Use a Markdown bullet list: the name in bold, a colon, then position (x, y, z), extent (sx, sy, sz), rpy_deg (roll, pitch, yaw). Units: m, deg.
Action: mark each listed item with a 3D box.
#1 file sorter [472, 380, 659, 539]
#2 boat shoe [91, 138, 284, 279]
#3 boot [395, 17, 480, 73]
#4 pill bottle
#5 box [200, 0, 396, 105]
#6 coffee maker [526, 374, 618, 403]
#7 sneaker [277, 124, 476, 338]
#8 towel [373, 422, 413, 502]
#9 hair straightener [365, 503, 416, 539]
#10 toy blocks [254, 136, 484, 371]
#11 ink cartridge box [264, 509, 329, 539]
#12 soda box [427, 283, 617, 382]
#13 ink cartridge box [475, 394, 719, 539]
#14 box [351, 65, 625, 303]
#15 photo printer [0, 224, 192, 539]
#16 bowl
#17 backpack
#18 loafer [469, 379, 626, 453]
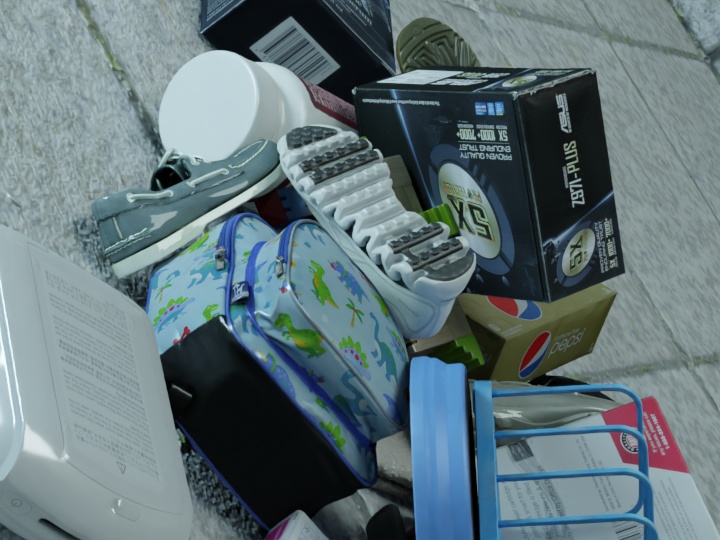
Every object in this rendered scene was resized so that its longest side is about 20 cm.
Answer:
- **file sorter**: position (0.143, 0.189, 1.637), extent (0.200, 0.122, 0.139), rpy_deg (-89, 175, -54)
- **boat shoe**: position (-0.122, -0.061, 1.707), extent (0.200, 0.073, 0.062), rpy_deg (-39, 100, -48)
- **boot**: position (0.068, -0.136, 2.179), extent (0.175, 0.066, 0.200), rpy_deg (56, -16, -3)
- **pill bottle**: position (-0.065, -0.100, 1.887), extent (0.200, 0.114, 0.114), rpy_deg (25, 36, -54)
- **box**: position (-0.056, -0.244, 2.131), extent (0.148, 0.107, 0.200), rpy_deg (43, 23, -28)
- **coffee maker**: position (0.162, 0.192, 1.963), extent (0.192, 0.135, 0.200), rpy_deg (19, 29, -8)
- **sneaker**: position (0.001, -0.029, 1.707), extent (0.075, 0.081, 0.200), rpy_deg (-19, 51, -30)
- **towel**: position (0.027, 0.124, 1.864), extent (0.200, 0.034, 0.133), rpy_deg (28, 33, -50)
- **hair straightener**: position (0.024, 0.247, 1.685), extent (0.077, 0.041, 0.200), rpy_deg (32, 35, -31)
- **toy blocks**: position (0.000, 0.000, 1.784), extent (0.137, 0.100, 0.200), rpy_deg (-16, 83, -51)
- **ink cartridge box**: position (-0.002, 0.267, 1.550), extent (0.200, 0.042, 0.119), rpy_deg (46, 31, -10)
- **soda box**: position (0.135, 0.048, 1.984), extent (0.068, 0.064, 0.200), rpy_deg (32, 27, 24)
- **ink cartridge box**: position (0.158, 0.202, 1.795), extent (0.083, 0.200, 0.145), rpy_deg (78, -8, -58)
- **box**: position (0.097, -0.071, 1.834), extent (0.086, 0.200, 0.164), rpy_deg (-20, 107, -36)
- **photo printer**: position (-0.180, 0.086, 1.421), extent (0.166, 0.069, 0.200), rpy_deg (33, 30, -45)
- **bowl**: position (0.060, 0.159, 1.627), extent (0.201, 0.039, 0.201), rpy_deg (-3, 90, -86)
- **backpack**: position (-0.055, 0.055, 1.632), extent (0.183, 0.147, 0.200), rpy_deg (49, 16, -27)
- **loafer**: position (0.138, 0.117, 1.873), extent (0.200, 0.070, 0.070), rpy_deg (8, 31, -19)
